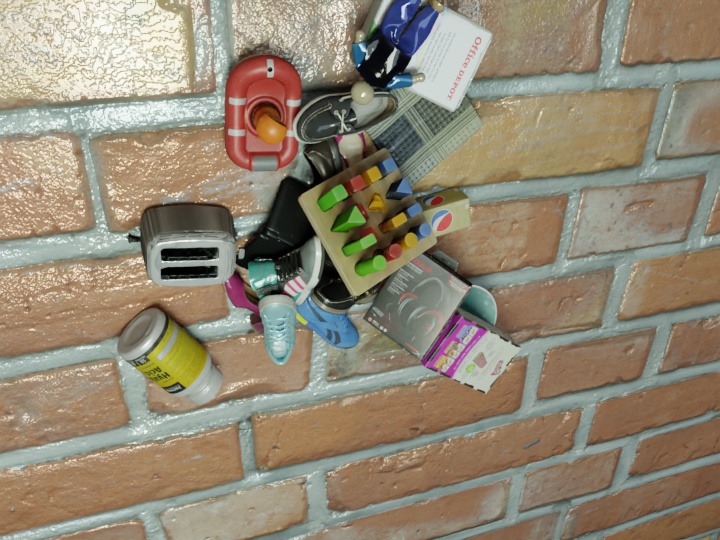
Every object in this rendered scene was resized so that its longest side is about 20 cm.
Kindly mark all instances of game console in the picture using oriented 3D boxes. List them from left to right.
[{"bbox_3d":[-0.118,-0.060,1.275,0.199,0.116,0.178,25,77,-33],"label":"game console"}]

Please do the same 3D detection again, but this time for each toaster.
[{"bbox_3d":[-0.307,-0.043,1.139,0.198,0.129,0.115,-1,118,-22],"label":"toaster"}]

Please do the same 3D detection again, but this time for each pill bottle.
[{"bbox_3d":[-0.360,0.173,1.254,0.111,0.111,0.200,-39,125,3],"label":"pill bottle"}]

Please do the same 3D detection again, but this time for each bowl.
[{"bbox_3d":[0.190,0.093,1.437,0.199,0.105,0.203,-10,123,-16],"label":"bowl"}]

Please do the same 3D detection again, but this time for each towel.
[{"bbox_3d":[0.117,-0.286,1.237,0.199,0.035,0.193,-39,122,5],"label":"towel"}]

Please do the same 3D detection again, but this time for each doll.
[{"bbox_3d":[0.053,-0.352,1.047,0.136,0.049,0.201,34,105,-19],"label":"doll"}]

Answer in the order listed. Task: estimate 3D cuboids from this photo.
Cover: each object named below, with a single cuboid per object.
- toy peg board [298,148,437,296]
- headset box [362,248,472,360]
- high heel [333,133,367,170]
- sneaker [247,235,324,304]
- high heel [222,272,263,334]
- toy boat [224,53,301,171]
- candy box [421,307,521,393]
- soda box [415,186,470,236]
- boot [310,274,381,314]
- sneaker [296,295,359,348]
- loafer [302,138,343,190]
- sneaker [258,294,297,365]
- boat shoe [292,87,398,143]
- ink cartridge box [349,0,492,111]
[{"bbox_3d":[0.032,-0.094,1.127,0.198,0.098,0.201,-32,96,-23],"label":"toy peg board"},{"bbox_3d":[0.122,0.053,1.305,0.148,0.075,0.201,35,101,10],"label":"headset box"},{"bbox_3d":[-0.010,-0.197,1.191,0.067,0.096,0.202,-14,123,-13],"label":"high heel"},{"bbox_3d":[-0.145,-0.002,1.196,0.119,0.084,0.200,4,147,-22],"label":"sneaker"},{"bbox_3d":[-0.199,0.046,1.272,0.095,0.068,0.201,-23,140,3],"label":"high heel"},{"bbox_3d":[-0.155,-0.252,1.078,0.129,0.131,0.202,-5,120,-20],"label":"toy boat"},{"bbox_3d":[0.233,0.171,1.398,0.199,0.061,0.137,28,105,-32],"label":"candy box"},{"bbox_3d":[0.122,-0.105,1.319,0.198,0.064,0.068,-17,124,-13],"label":"soda box"},{"bbox_3d":[0.000,0.000,1.221,0.199,0.073,0.151,-8,136,-55],"label":"boot"},{"bbox_3d":[-0.055,0.100,1.348,0.078,0.066,0.200,-29,132,27],"label":"sneaker"},{"bbox_3d":[-0.062,-0.146,1.202,0.071,0.073,0.202,-22,107,-21],"label":"loafer"},{"bbox_3d":[-0.152,0.119,1.242,0.073,0.083,0.201,-10,150,-6],"label":"sneaker"},{"bbox_3d":[-0.022,-0.264,1.109,0.199,0.060,0.075,-24,124,-31],"label":"boat shoe"},{"bbox_3d":[0.102,-0.385,1.113,0.198,0.084,0.146,21,110,-17],"label":"ink cartridge box"}]
